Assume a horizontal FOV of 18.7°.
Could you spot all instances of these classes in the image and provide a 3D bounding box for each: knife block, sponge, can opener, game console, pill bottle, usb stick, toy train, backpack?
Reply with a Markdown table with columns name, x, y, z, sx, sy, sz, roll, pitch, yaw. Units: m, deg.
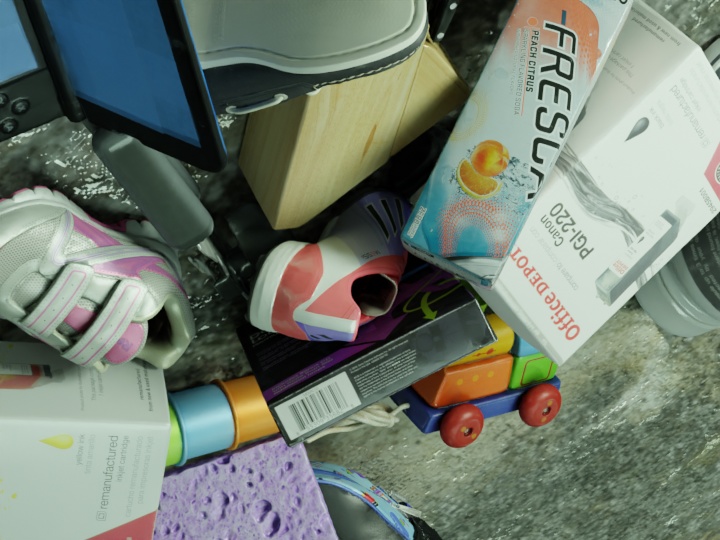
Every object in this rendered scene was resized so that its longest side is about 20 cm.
| name | x | y | z | sx | sy | sz | roll | pitch | yaw |
| --- | --- | --- | --- | --- | --- | --- | --- | --- | --- |
| knife block | -0.020 | -0.134 | 1.279 | 0.200 | 0.064 | 0.176 | -37 | 142 | 10 |
| sponge | -0.119 | 0.194 | 1.537 | 0.200 | 0.112 | 0.030 | -19 | -175 | 2 |
| can opener | -0.103 | -0.046 | 1.336 | 0.066 | 0.053 | 0.200 | -34 | 140 | 7 |
| game console | -0.183 | -0.118 | 1.135 | 0.170 | 0.118 | 0.200 | -23 | 137 | -9 |
| pill bottle | 0.285 | -0.026 | 1.509 | 0.113 | 0.113 | 0.200 | 7 | 158 | -38 |
| usb stick | 0.097 | -0.050 | 1.477 | 0.200 | 0.033 | 0.055 | 19 | 121 | -45 |
| toy train | 0.057 | 0.057 | 1.529 | 0.200 | 0.085 | 0.116 | -12 | 129 | -32 |
| backpack | -0.031 | 0.230 | 1.633 | 0.183 | 0.135 | 0.200 | -41 | 110 | 12 |

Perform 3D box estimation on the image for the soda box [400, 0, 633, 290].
| name | x | y | z | sx | sy | sz | roll | pitch | yaw |
| --- | --- | --- | --- | --- | --- | --- | --- | --- | --- |
| soda box | 0.095 | -0.091 | 1.317 | 0.200 | 0.064 | 0.068 | -64 | 175 | -3 |

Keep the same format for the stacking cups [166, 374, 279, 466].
| name | x | y | z | sx | sy | sz | roll | pitch | yaw |
| --- | --- | --- | --- | --- | --- | --- | --- | --- | --- |
| stacking cups | -0.115 | 0.103 | 1.503 | 0.200 | 0.061 | 0.061 | -14 | 140 | -27 |

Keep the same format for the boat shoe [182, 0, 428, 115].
| name | x | y | z | sx | sy | sz | roll | pitch | yaw |
| --- | --- | --- | --- | --- | --- | --- | --- | --- | --- |
| boat shoe | -0.051 | -0.121 | 1.215 | 0.200 | 0.074 | 0.060 | -8 | 147 | 19 |

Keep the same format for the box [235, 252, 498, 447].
| name | x | y | z | sx | sy | sz | roll | pitch | yaw |
| --- | --- | --- | --- | --- | --- | --- | --- | --- | --- |
| box | -0.002 | 0.041 | 1.401 | 0.143 | 0.200 | 0.036 | -28 | 104 | -3 |

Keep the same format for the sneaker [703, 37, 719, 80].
| name | x | y | z | sx | sy | sz | roll | pitch | yaw |
| --- | --- | --- | --- | --- | --- | --- | --- | --- | --- |
| sneaker | 0.326 | -0.132 | 1.498 | 0.200 | 0.079 | 0.079 | -11 | 141 | -21 |

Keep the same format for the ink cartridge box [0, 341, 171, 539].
| name | x | y | z | sx | sy | sz | roll | pitch | yaw |
| --- | --- | --- | --- | --- | --- | --- | --- | --- | --- |
| ink cartridge box | -0.228 | 0.124 | 1.366 | 0.200 | 0.083 | 0.145 | 3 | 124 | -14 |

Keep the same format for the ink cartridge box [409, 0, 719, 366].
| name | x | y | z | sx | sy | sz | roll | pitch | yaw |
| --- | --- | --- | --- | --- | --- | --- | --- | --- | --- |
| ink cartridge box | 0.149 | -0.057 | 1.424 | 0.200 | 0.085 | 0.146 | -43 | 138 | 0 |

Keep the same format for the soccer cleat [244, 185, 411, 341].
| name | x | y | z | sx | sy | sz | roll | pitch | yaw |
| --- | --- | --- | --- | --- | --- | --- | --- | --- | --- |
| soccer cleat | 0.000 | 0.000 | 1.371 | 0.200 | 0.073 | 0.068 | -34 | 140 | -62 |

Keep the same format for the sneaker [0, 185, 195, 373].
| name | x | y | z | sx | sy | sz | roll | pitch | yaw |
| --- | --- | --- | --- | --- | --- | --- | --- | --- | --- |
| sneaker | -0.166 | 0.012 | 1.312 | 0.200 | 0.088 | 0.081 | 8 | 130 | -50 |
